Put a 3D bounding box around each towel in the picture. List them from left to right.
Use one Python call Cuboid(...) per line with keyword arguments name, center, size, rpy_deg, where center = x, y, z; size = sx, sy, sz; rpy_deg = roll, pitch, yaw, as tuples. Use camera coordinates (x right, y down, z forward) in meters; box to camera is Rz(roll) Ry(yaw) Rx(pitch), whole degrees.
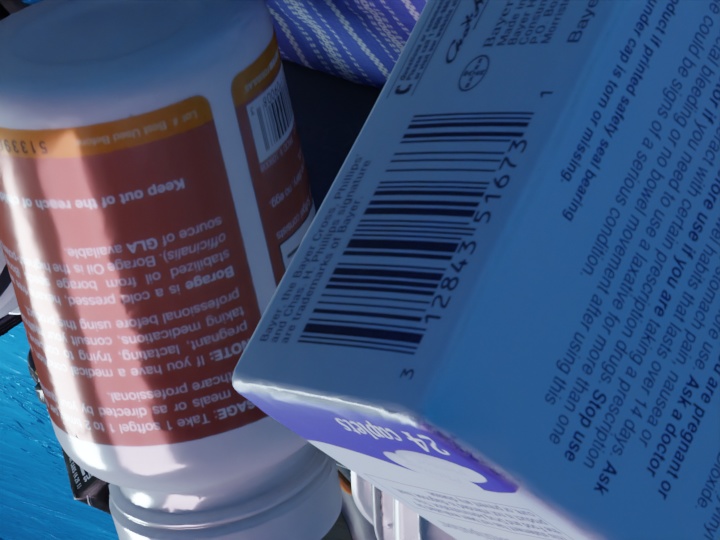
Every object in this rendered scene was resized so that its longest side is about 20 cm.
Cuboid(name="towel", center=(-0.024, -0.098, 1.041), size=(0.199, 0.024, 0.145), rpy_deg=(19, 165, 33))

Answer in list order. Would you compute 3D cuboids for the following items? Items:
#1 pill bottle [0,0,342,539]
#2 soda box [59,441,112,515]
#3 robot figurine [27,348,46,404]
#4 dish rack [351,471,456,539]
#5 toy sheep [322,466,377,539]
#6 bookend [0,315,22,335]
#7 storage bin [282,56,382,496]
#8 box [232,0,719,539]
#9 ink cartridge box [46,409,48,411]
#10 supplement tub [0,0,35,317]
Cuboid(name="pill bottle", center=(-0.067, 0.005, 1.036), size=(0.112, 0.112, 0.201), rpy_deg=(14, 126, 44))
Cuboid(name="soda box", center=(-0.103, 0.020, 1.296), size=(0.071, 0.063, 0.200), rpy_deg=(29, -151, -41))
Cuboid(name="robot figurine", center=(-0.075, 0.024, 1.398), size=(0.200, 0.145, 0.058), rpy_deg=(12, 127, 49))
Cuboid(name="dish rack", center=(0.079, 0.047, 1.046), size=(0.171, 0.044, 0.201), rpy_deg=(2, 133, 4))
Cuboid(name="toy sheep", center=(0.038, 0.120, 1.365), size=(0.199, 0.139, 0.138), rpy_deg=(-9, 180, -21))
Cuboid(name="bookend", center=(-0.233, -0.061, 1.271), size=(0.199, 0.092, 0.200), rpy_deg=(55, 169, 9))
Cuboid(name="storage bin", center=(0.000, 0.000, 1.142), size=(0.199, 0.146, 0.134), rpy_deg=(19, 154, 33))
Cuboid(name="box", center=(0.096, 0.008, 0.847), size=(0.200, 0.184, 0.105), rpy_deg=(36, 163, -29))
Cuboid(name="ink cartridge box", center=(-0.084, 0.083, 1.654), size=(0.059, 0.104, 0.200), rpy_deg=(19, 164, 34))
Cuboid(name="supplement tub", center=(-0.197, -0.047, 1.123), size=(0.140, 0.141, 0.200), rpy_deg=(15, -171, 43))
